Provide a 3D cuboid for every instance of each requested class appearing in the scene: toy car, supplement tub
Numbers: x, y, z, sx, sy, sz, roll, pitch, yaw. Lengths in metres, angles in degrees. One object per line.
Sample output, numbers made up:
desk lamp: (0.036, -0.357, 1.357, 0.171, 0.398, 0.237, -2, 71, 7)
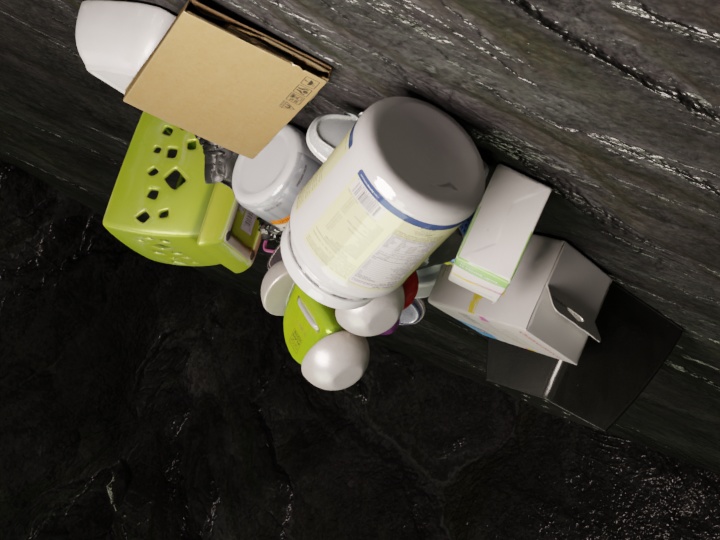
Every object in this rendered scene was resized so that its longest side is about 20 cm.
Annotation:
toy car: (-0.010, 0.029, 1.481, 0.150, 0.200, 0.175, 0, -137, -40)
supplement tub: (0.017, -0.063, 1.282, 0.145, 0.145, 0.200, 27, 137, -16)
supplement tub: (-0.061, -0.097, 1.665, 0.122, 0.123, 0.200, 16, 169, 47)

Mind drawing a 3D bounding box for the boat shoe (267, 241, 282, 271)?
boat shoe: (-0.049, -0.072, 1.560, 0.065, 0.200, 0.072, 44, 180, -40)

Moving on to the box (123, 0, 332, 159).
box: (-0.144, -0.195, 1.338, 0.163, 0.021, 0.200, 23, 152, -19)

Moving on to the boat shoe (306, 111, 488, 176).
boat shoe: (0.040, -0.127, 1.366, 0.201, 0.075, 0.065, 23, 153, 6)

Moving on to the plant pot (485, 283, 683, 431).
plant pot: (0.292, 0.111, 1.781, 0.200, 0.178, 0.199, 28, 172, -34)

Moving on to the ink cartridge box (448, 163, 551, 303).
ink cartridge box: (0.152, -0.035, 1.439, 0.067, 0.118, 0.200, 24, 172, 5)

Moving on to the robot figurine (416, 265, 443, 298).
robot figurine: (0.079, -0.023, 1.768, 0.169, 0.113, 0.200, -7, 171, -2)

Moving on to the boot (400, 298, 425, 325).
boot: (0.019, 0.047, 1.838, 0.200, 0.073, 0.091, 28, -152, -29)

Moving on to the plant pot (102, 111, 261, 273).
plant pot: (-0.237, -0.109, 1.892, 0.181, 0.201, 0.199, 14, 169, 18)

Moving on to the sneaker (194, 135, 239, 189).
sneaker: (-0.185, -0.160, 1.685, 0.199, 0.105, 0.060, 28, 172, -22)

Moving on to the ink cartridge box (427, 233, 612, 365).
ink cartridge box: (0.215, 0.028, 1.641, 0.200, 0.126, 0.128, 16, 169, 46)

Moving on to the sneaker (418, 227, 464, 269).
sneaker: (0.081, -0.069, 1.511, 0.080, 0.087, 0.200, -12, 156, -14)

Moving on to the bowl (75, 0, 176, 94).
bowl: (-0.224, -0.229, 1.465, 0.199, 0.075, 0.200, 17, 171, 47)

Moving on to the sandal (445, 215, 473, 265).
sandal: (0.093, -0.065, 1.598, 0.199, 0.080, 0.087, 22, 168, 7)

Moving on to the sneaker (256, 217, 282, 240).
sneaker: (-0.117, -0.096, 1.774, 0.201, 0.098, 0.071, 52, 170, -8)

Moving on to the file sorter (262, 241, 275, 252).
file sorter: (-0.026, -0.041, 1.923, 0.200, 0.126, 0.139, 28, 171, -27)
